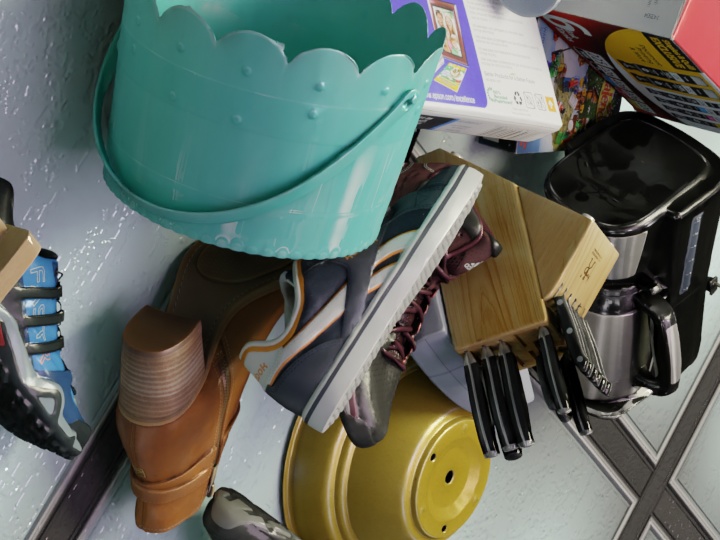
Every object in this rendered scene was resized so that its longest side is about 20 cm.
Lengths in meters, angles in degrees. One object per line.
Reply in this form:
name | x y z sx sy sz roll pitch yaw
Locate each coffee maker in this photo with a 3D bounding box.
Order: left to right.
coffee maker | 0.211 -0.019 1.864 0.193 0.134 0.201 -58 159 -45

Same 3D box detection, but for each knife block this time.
knife block | 0.089 0.032 1.637 0.176 0.199 0.064 -58 148 -8

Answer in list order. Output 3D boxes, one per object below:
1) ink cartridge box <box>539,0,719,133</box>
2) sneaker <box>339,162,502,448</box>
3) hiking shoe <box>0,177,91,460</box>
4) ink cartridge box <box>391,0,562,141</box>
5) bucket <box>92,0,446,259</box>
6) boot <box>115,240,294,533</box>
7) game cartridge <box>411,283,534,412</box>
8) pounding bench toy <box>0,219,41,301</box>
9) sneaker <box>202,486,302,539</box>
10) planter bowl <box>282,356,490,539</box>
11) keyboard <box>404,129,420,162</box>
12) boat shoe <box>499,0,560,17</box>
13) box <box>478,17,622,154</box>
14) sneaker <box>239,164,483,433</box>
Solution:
ink cartridge box | 0.246 -0.173 1.752 0.200 0.175 0.084 34 78 -52
sneaker | 0.037 0.014 1.582 0.076 0.114 0.202 54 33 -69
hiking shoe | -0.198 0.031 1.417 0.087 0.074 0.201 -50 138 -25
ink cartridge box | 0.052 -0.193 1.640 0.197 0.043 0.202 2 72 -53
bucket | -0.059 -0.103 1.439 0.206 0.206 0.136 -11 122 -49
boot | -0.094 0.067 1.582 0.200 0.073 0.156 -37 140 -42
game cartridge | 0.070 0.031 1.715 0.200 0.041 0.134 37 33 -62
pounding bench toy | -0.248 -0.044 1.261 0.200 0.124 0.156 -53 131 -23
sneaker | -0.068 0.216 1.651 0.079 0.075 0.200 -50 149 -11
planter bowl | 0.038 0.141 1.760 0.200 0.083 0.202 -24 122 -45
keyboard | 0.008 -0.095 1.659 0.104 0.039 0.202 12 96 -53
boat shoe | 0.097 -0.280 1.645 0.203 0.074 0.086 59 36 -15
box | 0.158 -0.192 1.811 0.136 0.037 0.202 -7 110 -51
sneaker | 0.000 0.000 1.515 0.201 0.079 0.079 -55 172 -20
